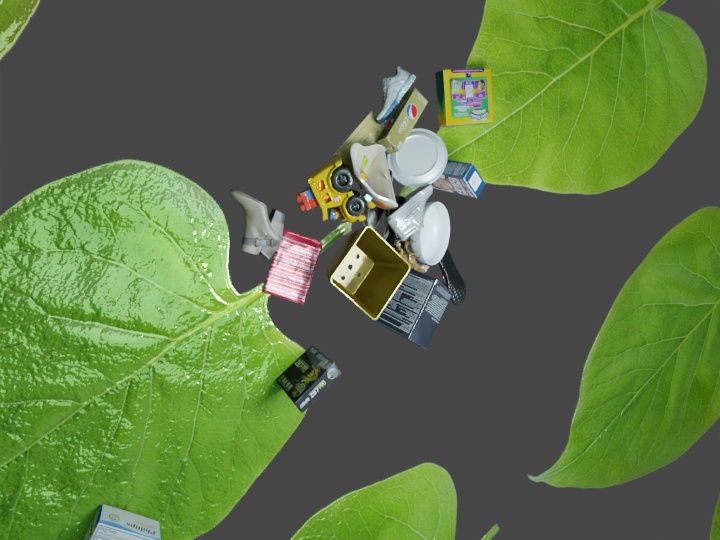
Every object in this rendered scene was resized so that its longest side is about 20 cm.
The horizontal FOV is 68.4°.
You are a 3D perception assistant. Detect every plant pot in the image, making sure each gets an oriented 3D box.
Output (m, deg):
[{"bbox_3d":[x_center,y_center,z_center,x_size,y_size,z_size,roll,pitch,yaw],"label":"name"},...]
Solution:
[{"bbox_3d":[0.000,0.000,1.635,0.199,0.175,0.202,40,79,-22],"label":"plant pot"}]

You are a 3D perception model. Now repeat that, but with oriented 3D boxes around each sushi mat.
[{"bbox_3d":[0.004,-0.398,1.678,0.096,0.012,0.201,44,77,-21],"label":"sushi mat"}]

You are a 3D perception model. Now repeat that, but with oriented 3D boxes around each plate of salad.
[{"bbox_3d":[0.183,-0.360,1.709,0.193,0.048,0.207,-3,74,9],"label":"plate of salad"}]

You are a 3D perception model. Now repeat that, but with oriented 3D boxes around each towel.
[{"bbox_3d":[-0.205,-0.011,1.626,0.141,0.022,0.206,19,88,-24],"label":"towel"}]

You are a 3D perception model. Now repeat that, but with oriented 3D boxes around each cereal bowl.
[{"bbox_3d":[0.215,-0.125,1.750,0.198,0.081,0.208,-15,109,-52],"label":"cereal bowl"}]

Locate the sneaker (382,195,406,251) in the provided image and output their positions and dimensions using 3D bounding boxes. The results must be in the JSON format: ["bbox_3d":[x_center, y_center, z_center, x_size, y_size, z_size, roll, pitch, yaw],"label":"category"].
[{"bbox_3d":[0.121,-0.137,1.709,0.071,0.111,0.207,-11,101,-21],"label":"sneaker"}]

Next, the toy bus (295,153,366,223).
[{"bbox_3d":[-0.092,-0.218,1.600,0.188,0.136,0.204,-27,109,0],"label":"toy bus"}]

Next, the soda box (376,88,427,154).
[{"bbox_3d":[0.133,-0.475,1.689,0.063,0.067,0.203,37,75,-23],"label":"soda box"}]

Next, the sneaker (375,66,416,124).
[{"bbox_3d":[0.091,-0.555,1.676,0.085,0.075,0.203,34,77,-6],"label":"sneaker"}]

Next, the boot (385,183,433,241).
[{"bbox_3d":[0.170,-0.176,1.639,0.199,0.073,0.097,-40,99,-20],"label":"boot"}]

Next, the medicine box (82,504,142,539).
[{"bbox_3d":[-0.679,0.786,1.460,0.179,0.102,0.205,30,83,-24],"label":"medicine box"}]

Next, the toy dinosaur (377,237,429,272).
[{"bbox_3d":[0.124,-0.048,1.665,0.060,0.196,0.110,0,106,-52],"label":"toy dinosaur"}]

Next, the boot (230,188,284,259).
[{"bbox_3d":[-0.312,-0.126,1.539,0.196,0.070,0.150,25,88,-24],"label":"boot"}]

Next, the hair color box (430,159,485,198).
[{"bbox_3d":[0.296,-0.302,1.711,0.061,0.198,0.100,-54,129,-9],"label":"hair color box"}]

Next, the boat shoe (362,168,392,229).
[{"bbox_3d":[0.055,-0.229,1.693,0.071,0.064,0.207,11,93,-26],"label":"boat shoe"}]

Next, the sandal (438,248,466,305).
[{"bbox_3d":[0.314,0.022,1.859,0.073,0.045,0.206,-21,90,-26],"label":"sandal"}]

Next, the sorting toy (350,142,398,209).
[{"bbox_3d":[0.022,-0.291,1.586,0.104,0.179,0.207,-18,71,19],"label":"sorting toy"}]

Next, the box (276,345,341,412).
[{"bbox_3d":[-0.158,0.319,1.588,0.160,0.199,0.050,-41,112,-13],"label":"box"}]

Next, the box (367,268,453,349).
[{"bbox_3d":[0.158,0.111,1.697,0.122,0.197,0.203,34,82,-44],"label":"box"}]

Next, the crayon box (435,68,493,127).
[{"bbox_3d":[0.353,-0.582,1.791,0.194,0.058,0.179,-10,101,-23],"label":"crayon box"}]
